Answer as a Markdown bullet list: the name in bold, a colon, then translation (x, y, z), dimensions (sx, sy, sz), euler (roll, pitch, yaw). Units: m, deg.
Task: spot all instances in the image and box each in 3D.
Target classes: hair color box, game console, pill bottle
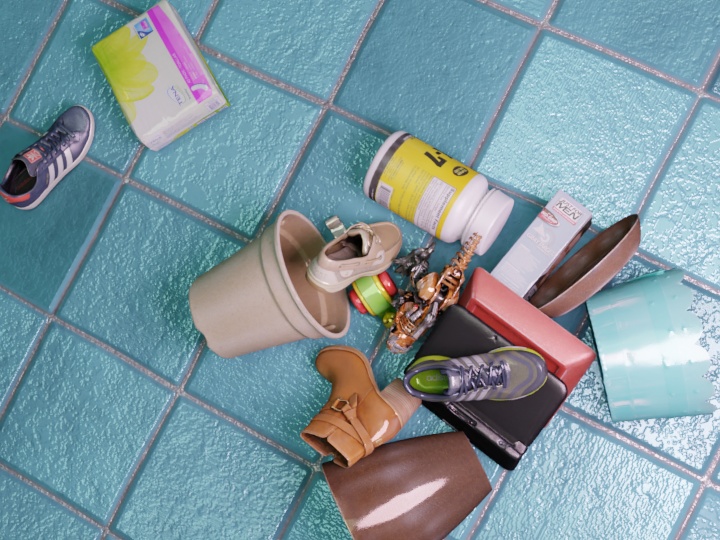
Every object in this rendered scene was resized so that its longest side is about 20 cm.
- **hair color box**: translation (0.246, -0.014, 1.527), dimensions (0.061, 0.099, 0.200), euler (39, 92, 13)
- **game console**: translation (0.171, 0.167, 1.495), dimensions (0.200, 0.176, 0.116), euler (38, 77, 15)
- **pill bottle**: translation (0.115, -0.111, 1.561), dimensions (0.200, 0.114, 0.114), euler (31, 90, 14)

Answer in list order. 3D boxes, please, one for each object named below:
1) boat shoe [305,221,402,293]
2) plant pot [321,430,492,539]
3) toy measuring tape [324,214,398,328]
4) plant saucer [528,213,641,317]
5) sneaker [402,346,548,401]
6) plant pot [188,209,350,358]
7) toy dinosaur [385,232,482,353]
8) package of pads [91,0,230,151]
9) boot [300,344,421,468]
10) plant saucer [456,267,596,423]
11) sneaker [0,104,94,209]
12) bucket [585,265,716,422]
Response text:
- **boat shoe**: translation (0.001, -0.033, 1.541), dimensions (0.072, 0.200, 0.065), euler (41, 131, 18)
- **plant pot**: translation (0.075, 0.309, 1.493), dimensions (0.200, 0.187, 0.187), euler (-27, 78, -2)
- **toy measuring tape**: translation (0.000, 0.000, 1.594), dimensions (0.074, 0.074, 0.200), euler (-32, 78, 6)
- **plant saucer**: translation (0.313, 0.000, 1.466), dimensions (0.200, 0.200, 0.034), euler (-43, 91, 4)
- **sneaker**: translation (0.146, 0.145, 1.402), dimensions (0.200, 0.081, 0.074), euler (-10, 90, 21)
- **plant pot**: translation (-0.143, 0.038, 1.570), dimensions (0.183, 0.200, 0.201), euler (-24, 78, 19)
- **toy dinosaur**: translation (0.108, 0.031, 1.510), dimensions (0.200, 0.136, 0.102), euler (-31, 112, 15)
- **package of pads**: translation (-0.323, -0.309, 1.704), dimensions (0.154, 0.068, 0.200), euler (-32, 77, 6)
- **boot**: translation (-0.032, 0.190, 1.518), dimensions (0.200, 0.074, 0.155), euler (22, 48, 40)
- **plant saucer**: translation (0.202, 0.120, 1.481), dimensions (0.200, 0.200, 0.037), euler (38, 51, 14)
- **sneaker**: translation (-0.509, -0.186, 1.720), dimensions (0.075, 0.085, 0.200), euler (36, 91, 14)
- **bucket**: translation (0.385, 0.105, 1.434), dimensions (0.135, 0.207, 0.207), euler (-12, 80, 10)
